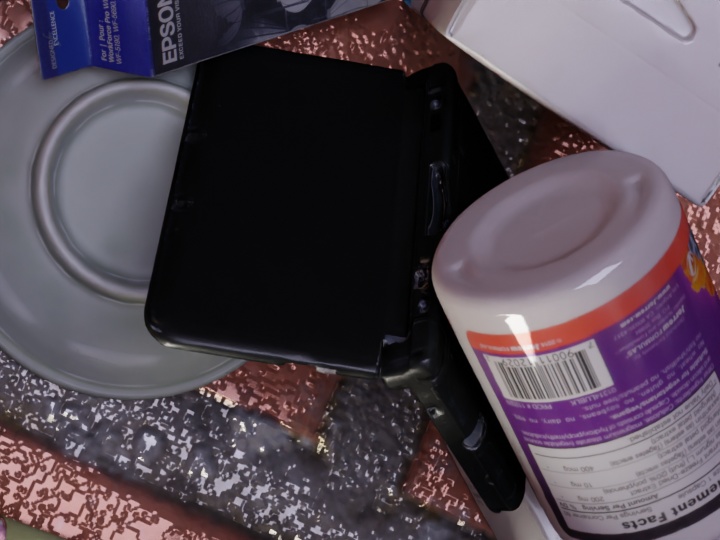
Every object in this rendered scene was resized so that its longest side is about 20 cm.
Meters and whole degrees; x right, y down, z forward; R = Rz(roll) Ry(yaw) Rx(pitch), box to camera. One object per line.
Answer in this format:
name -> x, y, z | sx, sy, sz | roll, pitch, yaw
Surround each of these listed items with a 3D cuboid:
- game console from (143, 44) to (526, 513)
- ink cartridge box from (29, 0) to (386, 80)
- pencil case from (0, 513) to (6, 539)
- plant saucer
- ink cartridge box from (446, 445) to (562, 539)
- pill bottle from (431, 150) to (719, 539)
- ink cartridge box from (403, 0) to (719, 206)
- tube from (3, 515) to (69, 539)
game console -> 0.000, 0.000, 0.843 | 0.201, 0.115, 0.176 | -84, 151, -43
ink cartridge box -> -0.066, -0.158, 0.850 | 0.199, 0.039, 0.100 | -23, 124, -30
pencil case -> -0.207, 0.040, 0.789 | 0.082, 0.087, 0.202 | -9, 69, -5
plant saucer -> -0.110, -0.037, 0.869 | 0.198, 0.050, 0.202 | 1, 85, -15
ink cartridge box -> 0.157, 0.138, 0.910 | 0.146, 0.083, 0.201 | -30, 94, -14
pill bottle -> 0.118, 0.058, 0.782 | 0.111, 0.111, 0.201 | -36, 119, -15
ink cartridge box -> 0.107, -0.119, 0.850 | 0.146, 0.200, 0.086 | 33, 100, -10
tube -> -0.187, 0.140, 0.836 | 0.199, 0.058, 0.052 | 28, 40, -15
